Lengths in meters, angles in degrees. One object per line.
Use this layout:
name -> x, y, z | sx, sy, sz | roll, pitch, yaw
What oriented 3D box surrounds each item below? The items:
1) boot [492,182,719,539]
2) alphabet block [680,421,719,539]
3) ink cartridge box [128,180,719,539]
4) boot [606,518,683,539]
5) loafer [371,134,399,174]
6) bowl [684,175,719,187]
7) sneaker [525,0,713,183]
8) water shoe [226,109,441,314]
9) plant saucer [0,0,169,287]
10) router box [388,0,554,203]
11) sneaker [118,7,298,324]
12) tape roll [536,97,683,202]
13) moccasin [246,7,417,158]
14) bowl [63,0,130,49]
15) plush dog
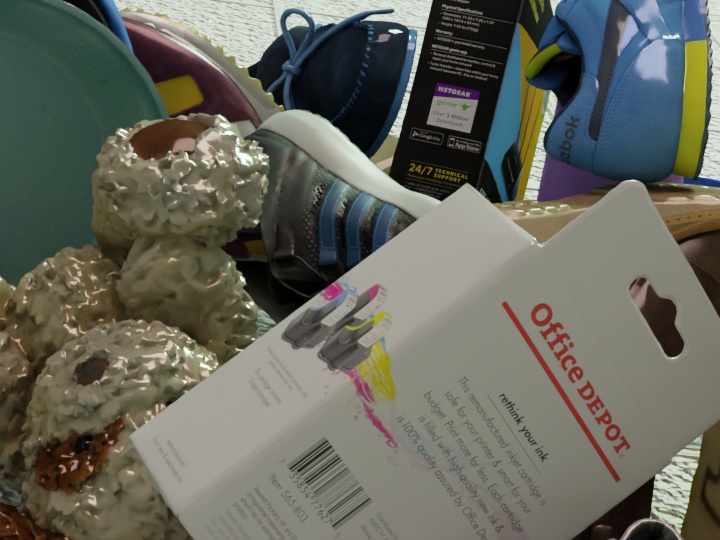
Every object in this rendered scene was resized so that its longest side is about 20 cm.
boot -> 0.116, 0.049, 0.932 | 0.200, 0.167, 0.072 | -6, 11, -35
alphabet block -> 0.252, 0.088, 0.841 | 0.195, 0.197, 0.200 | 7, 20, -12
ink cartridge box -> 0.032, 0.053, 0.807 | 0.200, 0.115, 0.068 | -36, 30, -4
boot -> 0.105, 0.132, 0.798 | 0.073, 0.096, 0.200 | 11, 20, 4
loafer -> 0.002, -0.049, 1.281 | 0.076, 0.068, 0.200 | 26, 26, 38
bowl -> 0.202, -0.011, 1.308 | 0.200, 0.039, 0.201 | 8, 21, -3
sneaker -> 0.115, -0.121, 0.986 | 0.078, 0.066, 0.200 | 4, 49, 3
water shoe -> 0.000, 0.000, 1.000 | 0.079, 0.072, 0.200 | -38, 44, -14
plant saucer -> -0.178, -0.031, 0.963 | 0.200, 0.200, 0.036 | -1, 19, -27
router box -> 0.063, -0.080, 1.171 | 0.051, 0.149, 0.200 | 13, -6, 10
sneaker -> -0.077, -0.046, 1.101 | 0.200, 0.075, 0.090 | 39, 59, -12
tape roll -> 0.119, -0.027, 1.080 | 0.066, 0.200, 0.200 | 11, 20, 4
moccasin -> -0.026, -0.092, 1.163 | 0.068, 0.081, 0.200 | 20, -14, -14
bowl -> -0.194, -0.070, 0.993 | 0.200, 0.201, 0.039 | -1, 19, -27
plush dog -> -0.098, 0.058, 0.892 | 0.200, 0.161, 0.172 | -25, 41, -2
